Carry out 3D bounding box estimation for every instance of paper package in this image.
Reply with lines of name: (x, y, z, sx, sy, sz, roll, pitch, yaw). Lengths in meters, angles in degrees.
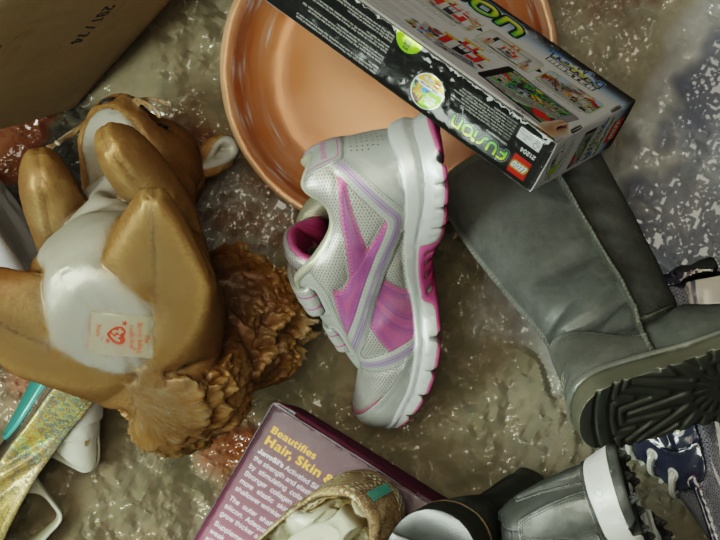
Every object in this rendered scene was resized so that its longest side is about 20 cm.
paper package: (-0.198, -0.168, 1.405, 0.200, 0.190, 0.104, -42, 77, 40)

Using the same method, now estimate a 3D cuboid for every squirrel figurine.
squirrel figurine: (-0.117, -0.002, 1.427, 0.141, 0.187, 0.200, -29, 116, 19)

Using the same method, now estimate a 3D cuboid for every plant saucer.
plant saucer: (0.018, -0.120, 1.471, 0.199, 0.037, 0.201, -1, 83, 9)

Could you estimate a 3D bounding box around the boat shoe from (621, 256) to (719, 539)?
boat shoe: (0.176, 0.099, 1.406, 0.092, 0.075, 0.201, -12, 73, 13)

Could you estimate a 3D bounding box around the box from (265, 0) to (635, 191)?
box: (0.045, -0.125, 1.385, 0.200, 0.110, 0.035, 37, 119, 16)

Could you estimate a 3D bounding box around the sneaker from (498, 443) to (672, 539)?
sneaker: (0.124, 0.161, 1.350, 0.090, 0.200, 0.067, -18, 54, 10)

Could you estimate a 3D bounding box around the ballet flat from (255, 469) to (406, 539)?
ballet flat: (-0.059, 0.181, 1.348, 0.070, 0.065, 0.200, 43, 93, 11)

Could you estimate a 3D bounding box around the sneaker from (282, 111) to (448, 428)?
sneaker: (0.000, 0.000, 1.403, 0.088, 0.081, 0.201, 0, 121, -3)

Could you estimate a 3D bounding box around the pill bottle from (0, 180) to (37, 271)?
pill bottle: (-0.285, 0.026, 1.468, 0.199, 0.114, 0.115, -32, 79, 5)

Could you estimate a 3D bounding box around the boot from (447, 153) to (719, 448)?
boot: (0.155, 0.000, 1.370, 0.181, 0.073, 0.200, -8, 38, -14)

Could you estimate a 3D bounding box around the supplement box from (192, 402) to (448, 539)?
supplement box: (-0.046, 0.189, 1.423, 0.110, 0.086, 0.201, 31, 90, 12)

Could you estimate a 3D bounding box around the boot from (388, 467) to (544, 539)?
boot: (0.049, 0.211, 1.398, 0.077, 0.138, 0.201, 30, 110, 19)

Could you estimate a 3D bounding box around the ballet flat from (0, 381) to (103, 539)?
ballet flat: (-0.192, 0.115, 1.473, 0.071, 0.071, 0.200, 35, 90, 12)
